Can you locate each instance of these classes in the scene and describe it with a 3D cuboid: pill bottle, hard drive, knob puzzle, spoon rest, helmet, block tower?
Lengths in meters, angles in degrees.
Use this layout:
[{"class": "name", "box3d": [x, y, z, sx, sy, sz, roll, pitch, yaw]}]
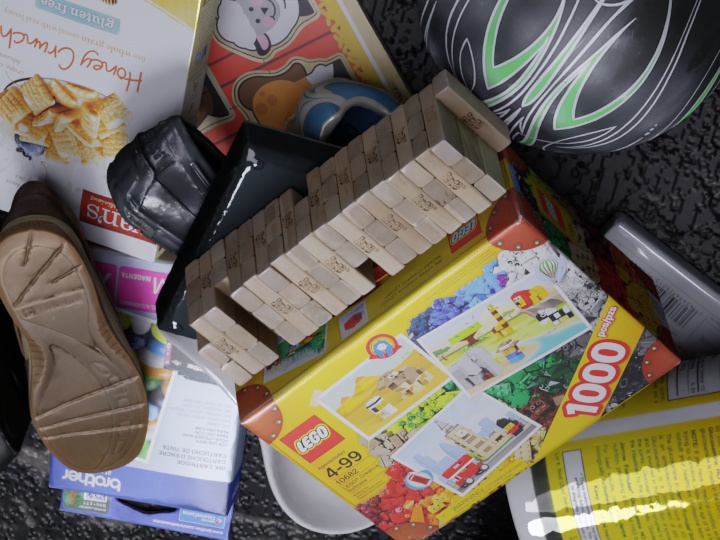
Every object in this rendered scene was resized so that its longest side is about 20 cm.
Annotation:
[{"class": "pill bottle", "box3d": [0.190, 0.109, 1.442, 0.200, 0.112, 0.113, -11, 110, 14]}, {"class": "hard drive", "box3d": [0.000, 0.000, 1.404, 0.200, 0.033, 0.140, 15, 126, -20]}, {"class": "knob puzzle", "box3d": [-0.085, -0.107, 1.465, 0.219, 0.030, 0.220, 3, 112, 7]}, {"class": "spoon rest", "box3d": [-0.039, 0.089, 1.498, 0.099, 0.061, 0.200, -45, 118, 5]}, {"class": "helmet", "box3d": [0.124, -0.157, 1.341, 0.200, 0.200, 0.191, 33, 95, -6]}, {"class": "block tower", "box3d": [-0.011, -0.021, 1.325, 0.200, 0.058, 0.054, -37, 124, 21]}]

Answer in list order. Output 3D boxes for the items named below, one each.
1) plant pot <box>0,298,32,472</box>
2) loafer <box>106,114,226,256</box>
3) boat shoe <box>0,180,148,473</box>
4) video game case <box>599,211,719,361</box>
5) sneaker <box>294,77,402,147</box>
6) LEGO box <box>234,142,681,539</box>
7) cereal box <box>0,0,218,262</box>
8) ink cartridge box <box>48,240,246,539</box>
[{"class": "plant pot", "box3d": [-0.303, 0.067, 1.483, 0.177, 0.200, 0.200, -26, 106, 10]}, {"class": "loafer", "box3d": [-0.059, -0.026, 1.440, 0.070, 0.068, 0.200, -42, 131, 18]}, {"class": "boat shoe", "box3d": [-0.173, 0.034, 1.476, 0.072, 0.072, 0.200, -14, 129, 3]}, {"class": "video game case", "box3d": [0.178, 0.090, 1.512, 0.200, 0.023, 0.182, 37, 112, -8]}, {"class": "sneaker", "box3d": [0.046, -0.041, 1.434, 0.200, 0.073, 0.072, 31, 109, -14]}, {"class": "LEGO box", "box3d": [0.052, 0.043, 1.375, 0.200, 0.077, 0.149, -37, 125, 20]}, {"class": "cereal box", "box3d": [-0.164, -0.115, 1.442, 0.144, 0.040, 0.200, 19, 122, 10]}, {"class": "ink cartridge box", "box3d": [-0.130, 0.078, 1.541, 0.119, 0.042, 0.200, 10, 114, 4]}]
